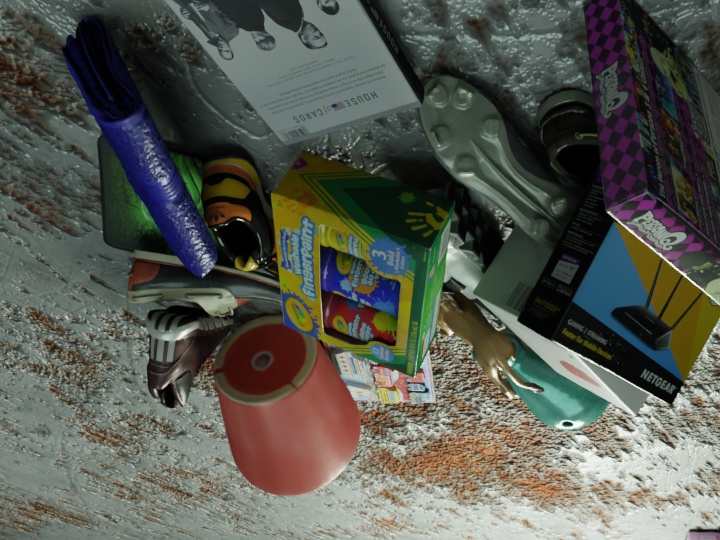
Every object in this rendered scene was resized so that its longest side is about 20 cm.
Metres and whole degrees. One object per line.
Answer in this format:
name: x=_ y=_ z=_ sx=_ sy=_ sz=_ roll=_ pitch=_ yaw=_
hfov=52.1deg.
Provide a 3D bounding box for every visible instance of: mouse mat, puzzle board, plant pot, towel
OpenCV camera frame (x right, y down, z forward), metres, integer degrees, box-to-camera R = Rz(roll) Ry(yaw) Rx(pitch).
mouse mat: x=-0.209 y=-0.066 z=0.818 sx=0.158 sy=0.008 sz=0.201 roll=12 pitch=144 yaw=-9
puzzle board: x=0.032 y=0.152 z=1.090 sx=0.147 sy=0.018 sz=0.201 roll=-1 pitch=144 yaw=9
plant pot: x=-0.108 y=0.172 z=1.001 sx=0.196 sy=0.203 sz=0.179 roll=-3 pitch=136 yaw=12
towel: x=-0.192 y=-0.099 z=0.646 sx=0.049 sy=0.149 sz=0.201 roll=-26 pitch=143 yaw=-9

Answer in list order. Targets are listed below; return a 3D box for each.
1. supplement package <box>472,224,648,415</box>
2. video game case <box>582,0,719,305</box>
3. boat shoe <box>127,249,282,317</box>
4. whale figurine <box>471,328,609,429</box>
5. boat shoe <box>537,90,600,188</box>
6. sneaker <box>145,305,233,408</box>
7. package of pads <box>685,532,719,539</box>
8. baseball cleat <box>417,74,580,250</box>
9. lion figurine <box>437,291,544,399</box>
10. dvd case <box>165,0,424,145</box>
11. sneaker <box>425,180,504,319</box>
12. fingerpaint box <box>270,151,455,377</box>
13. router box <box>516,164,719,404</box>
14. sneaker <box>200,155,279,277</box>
supplement package: x=0.236 y=0.042 z=0.771 sx=0.199 sy=0.121 sz=0.121 roll=38 pitch=174 yaw=-38
video game case: x=0.238 y=-0.089 z=0.552 sx=0.180 sy=0.203 sz=0.036 roll=29 pitch=141 yaw=-32
boat shoe: x=-0.174 y=0.022 z=0.860 sx=0.196 sy=0.064 sz=0.071 roll=10 pitch=177 yaw=-2
whale figurine: x=0.243 y=0.144 z=0.971 sx=0.197 sy=0.105 sz=0.159 roll=23 pitch=142 yaw=-24
boat shoe: x=0.244 y=-0.090 z=0.670 sx=0.198 sy=0.061 sz=0.072 roll=21 pitch=142 yaw=-21
sneaker: x=-0.219 y=0.107 z=0.908 sx=0.074 sy=0.118 sz=0.200 roll=9 pitch=180 yaw=10
package of pads: x=0.814 y=0.622 z=1.608 sx=0.196 sy=0.077 sz=0.121 roll=-5 pitch=143 yaw=14
baseball cleat: x=0.124 y=-0.096 z=0.673 sx=0.070 sy=0.107 sz=0.200 roll=-41 pitch=99 yaw=12
lion figurine: x=0.125 y=0.066 z=0.845 sx=0.199 sy=0.073 sz=0.123 roll=36 pitch=173 yaw=28
dvd case: x=-0.056 y=-0.189 z=0.587 sx=0.148 sy=0.025 sz=0.200 roll=-8 pitch=143 yaw=30
sneaker: x=0.103 y=-0.015 z=0.798 sx=0.087 sy=0.075 sz=0.201 roll=-12 pitch=134 yaw=33
fingerpaint box: x=0.000 y=0.000 z=0.756 sx=0.164 sy=0.074 sz=0.202 roll=20 pitch=140 yaw=16
router box: x=0.246 y=0.019 z=0.655 sx=0.198 sy=0.151 sz=0.051 roll=25 pitch=-176 yaw=-35
sneaker: x=-0.113 y=-0.027 z=0.777 sx=0.069 sy=0.091 sz=0.201 roll=-11 pitch=145 yaw=15
